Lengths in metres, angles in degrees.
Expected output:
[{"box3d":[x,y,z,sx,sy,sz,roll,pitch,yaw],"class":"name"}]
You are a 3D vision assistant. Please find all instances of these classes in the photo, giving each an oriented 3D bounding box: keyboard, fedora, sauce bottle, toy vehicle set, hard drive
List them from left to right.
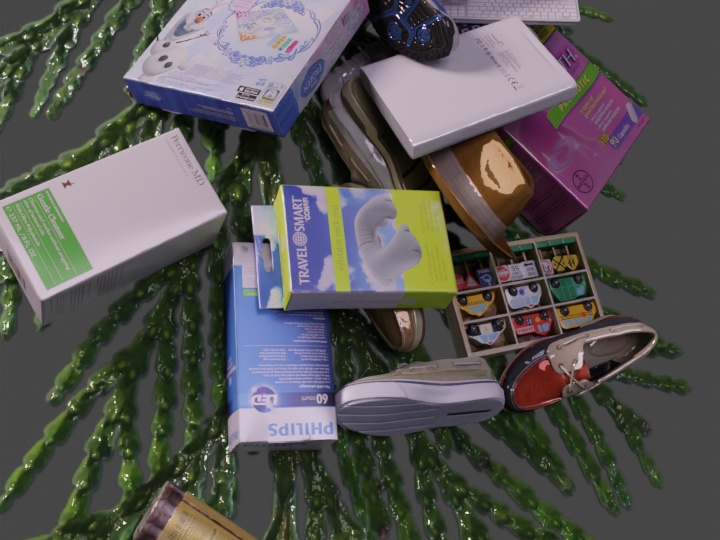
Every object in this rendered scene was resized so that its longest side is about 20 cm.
[{"box3d":[-0.113,0.275,0.824,0.199,0.065,0.065,36,62,-4],"class":"sauce bottle"},{"box3d":[0.115,-0.202,0.970,0.197,0.027,0.133,-21,56,-14],"class":"hard drive"},{"box3d":[0.135,-0.108,0.995,0.081,0.200,0.202,-36,85,16],"class":"fedora"},{"box3d":[0.158,-0.311,1.060,0.196,0.011,0.057,3,52,5],"class":"keyboard"},{"box3d":[0.188,0.029,1.052,0.197,0.027,0.126,-9,74,-24],"class":"toy vehicle set"}]

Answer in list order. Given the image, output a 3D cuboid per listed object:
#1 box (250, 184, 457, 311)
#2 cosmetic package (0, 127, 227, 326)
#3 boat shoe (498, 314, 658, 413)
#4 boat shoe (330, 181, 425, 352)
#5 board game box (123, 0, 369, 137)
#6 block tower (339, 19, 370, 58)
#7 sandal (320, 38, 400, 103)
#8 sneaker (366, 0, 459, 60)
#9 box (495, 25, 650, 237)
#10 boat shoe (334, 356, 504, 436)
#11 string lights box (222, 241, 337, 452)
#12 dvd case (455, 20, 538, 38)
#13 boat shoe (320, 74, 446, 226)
[{"box3d":[-0.007,-0.023,0.911,0.196,0.048,0.124,0,64,-17],"class":"box"},{"box3d":[-0.244,-0.044,0.880,0.198,0.085,0.109,-30,82,-26],"class":"cosmetic package"},{"box3d":[0.244,0.106,1.011,0.197,0.062,0.072,-23,107,-20],"class":"boat shoe"},{"box3d":[0.000,0.000,0.964,0.075,0.072,0.202,-10,64,-37],"class":"boat shoe"},{"box3d":[-0.120,-0.244,0.967,0.197,0.044,0.201,17,61,25],"class":"board game box"},{"box3d":[-0.055,-0.259,1.050,0.058,0.054,0.201,40,63,-4],"class":"block tower"},{"box3d":[0.040,-0.241,1.086,0.200,0.050,0.083,-24,65,-14],"class":"sandal"},{"box3d":[0.046,-0.298,0.996,0.076,0.077,0.200,-18,47,-35],"class":"sneaker"},{"box3d":[0.224,-0.179,1.104,0.200,0.097,0.176,42,62,-1],"class":"box"},{"box3d":[0.058,0.130,0.952,0.196,0.073,0.063,2,45,-24],"class":"boat shoe"},{"box3d":[-0.084,0.077,0.911,0.101,0.059,0.204,3,70,-20],"class":"string lights box"},{"box3d":[0.101,-0.307,1.083,0.148,0.025,0.201,-21,53,-13],"class":"dvd case"},{"box3d":[0.027,-0.119,1.020,0.074,0.068,0.202,-32,93,-49],"class":"boat shoe"}]
